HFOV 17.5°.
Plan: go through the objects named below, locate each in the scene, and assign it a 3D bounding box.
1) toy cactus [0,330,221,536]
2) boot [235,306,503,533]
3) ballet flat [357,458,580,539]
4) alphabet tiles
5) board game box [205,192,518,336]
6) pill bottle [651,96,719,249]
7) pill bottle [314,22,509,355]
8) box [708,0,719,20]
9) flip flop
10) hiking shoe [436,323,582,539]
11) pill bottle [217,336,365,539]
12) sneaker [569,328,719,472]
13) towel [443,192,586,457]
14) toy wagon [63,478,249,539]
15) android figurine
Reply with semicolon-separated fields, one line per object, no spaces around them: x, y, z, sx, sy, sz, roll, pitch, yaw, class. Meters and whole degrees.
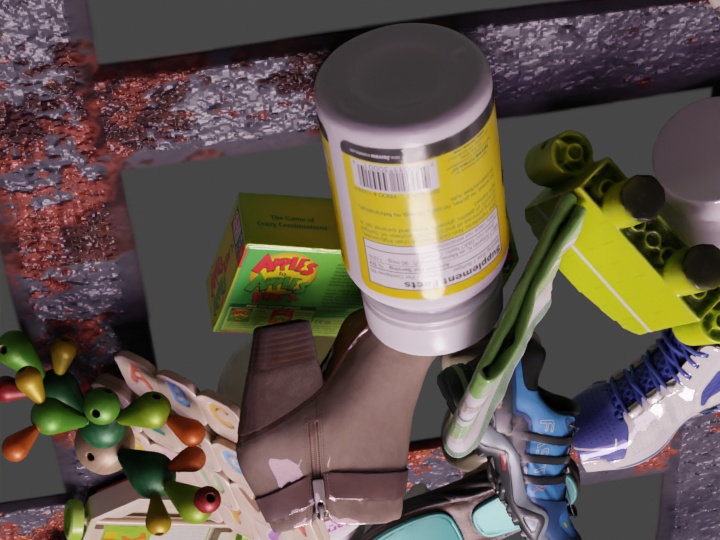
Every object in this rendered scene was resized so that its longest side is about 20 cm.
-0.188;0.127;1.704;0.199;0.103;0.165;29;163;3;toy cactus
0.010;0.100;1.618;0.198;0.147;0.070;-9;-176;-4;boot
0.078;0.192;1.847;0.199;0.068;0.068;-21;118;-1;ballet flat
-0.111;0.141;1.727;0.199;0.015;0.196;23;149;32;alphabet tiles
0.000;0.000;1.655;0.198;0.048;0.102;3;141;-18;board game box
0.269;-0.030;1.627;0.112;0.114;0.200;-19;144;12;pill bottle
0.037;-0.048;1.514;0.113;0.115;0.201;-10;132;-1;pill bottle
0.238;-0.203;1.423;0.082;0.069;0.200;-23;143;17;box
0.099;0.107;1.815;0.080;0.058;0.201;-4;144;-8;flip flop
0.135;0.138;1.751;0.086;0.074;0.201;-29;122;-1;hiking shoe
-0.043;0.140;1.779;0.111;0.113;0.201;-10;144;-1;pill bottle
0.244;0.069;1.794;0.198;0.081;0.115;-21;139;3;sneaker
0.106;0.043;1.602;0.031;0.150;0.200;25;162;3;towel
-0.178;0.234;1.935;0.154;0.040;0.200;4;142;-18;toy wagon
0.179;-0.016;1.595;0.041;0.182;0.200;-44;-176;-13;android figurine
